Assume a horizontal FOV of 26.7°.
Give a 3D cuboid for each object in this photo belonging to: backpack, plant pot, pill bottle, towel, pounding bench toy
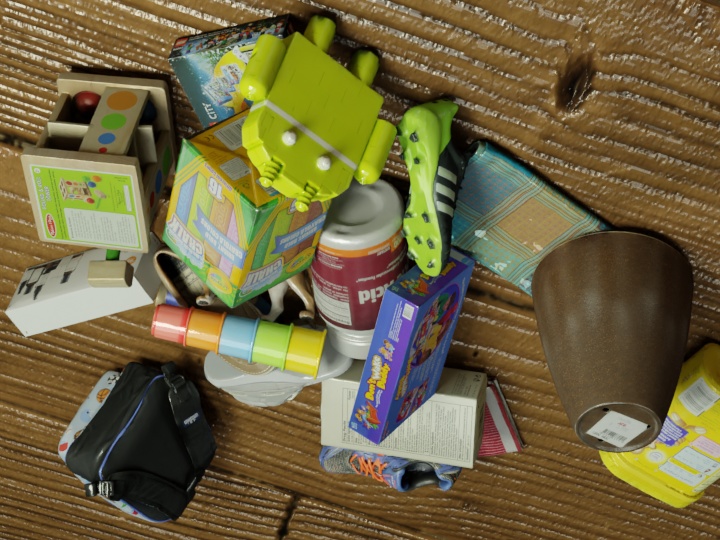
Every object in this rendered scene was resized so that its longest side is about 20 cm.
[{"bbox_3d":[-0.288,0.235,1.999,0.153,0.201,0.191,18,155,43],"label":"backpack"},{"bbox_3d":[0.282,0.094,1.684,0.185,0.201,0.188,3,140,3],"label":"plant pot"},{"bbox_3d":[0.000,0.000,1.736,0.113,0.115,0.201,4,135,10],"label":"pill bottle"},{"bbox_3d":[0.099,0.200,1.978,0.199,0.023,0.145,-8,133,21],"label":"towel"},{"bbox_3d":[0.168,-0.054,1.708,0.199,0.022,0.147,33,134,-18],"label":"towel"},{"bbox_3d":[-0.276,-0.098,1.677,0.123,0.157,0.201,6,135,7],"label":"pounding bench toy"}]

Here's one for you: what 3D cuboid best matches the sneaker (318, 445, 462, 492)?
[{"bbox_3d":[0.040,0.246,1.966,0.198,0.079,0.076,-4,134,16],"label":"sneaker"}]

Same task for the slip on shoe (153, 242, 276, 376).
[{"bbox_3d":[-0.173,0.045,1.801,0.076,0.061,0.201,-37,87,14],"label":"slip on shoe"}]

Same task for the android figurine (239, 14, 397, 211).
[{"bbox_3d":[-0.046,-0.155,1.531,0.182,0.201,0.041,36,150,-25],"label":"android figurine"}]

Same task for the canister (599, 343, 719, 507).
[{"bbox_3d":[0.408,0.189,1.844,0.148,0.087,0.200,28,133,-15],"label":"canister"}]

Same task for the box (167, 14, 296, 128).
[{"bbox_3d":[-0.104,-0.173,1.644,0.136,0.038,0.201,-8,132,21],"label":"box"}]

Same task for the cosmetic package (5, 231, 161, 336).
[{"bbox_3d":[-0.334,0.017,1.861,0.199,0.083,0.051,-15,130,26],"label":"cosmetic package"}]

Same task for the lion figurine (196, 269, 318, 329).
[{"bbox_3d":[-0.127,-0.010,1.782,0.199,0.123,0.072,23,147,-32],"label":"lion figurine"}]

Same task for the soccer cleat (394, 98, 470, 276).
[{"bbox_3d":[0.084,-0.087,1.633,0.067,0.081,0.201,29,135,44],"label":"soccer cleat"}]

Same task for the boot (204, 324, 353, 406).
[{"bbox_3d":[-0.086,0.121,1.866,0.199,0.074,0.096,-5,153,23],"label":"boot"}]

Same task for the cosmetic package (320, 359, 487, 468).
[{"bbox_3d":[0.053,0.173,1.900,0.198,0.071,0.106,9,117,12],"label":"cosmetic package"}]

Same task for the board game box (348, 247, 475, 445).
[{"bbox_3d":[0.059,0.085,1.741,0.045,0.134,0.201,29,126,20],"label":"board game box"}]

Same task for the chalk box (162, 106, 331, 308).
[{"bbox_3d":[-0.122,-0.054,1.621,0.124,0.124,0.201,42,141,22],"label":"chalk box"}]

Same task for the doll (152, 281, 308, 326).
[{"bbox_3d":[-0.155,0.061,1.882,0.199,0.049,0.137,16,140,-2],"label":"doll"}]

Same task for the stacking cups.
[{"bbox_3d":[-0.140,0.072,1.755,0.198,0.061,0.061,15,136,1],"label":"stacking cups"}]
